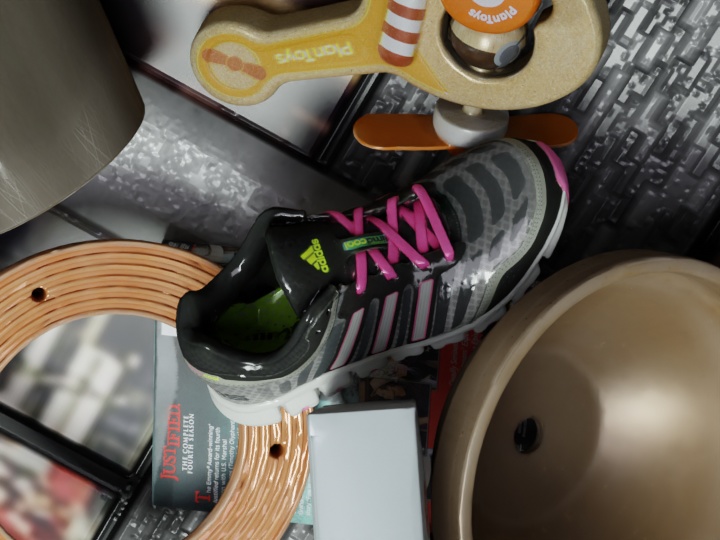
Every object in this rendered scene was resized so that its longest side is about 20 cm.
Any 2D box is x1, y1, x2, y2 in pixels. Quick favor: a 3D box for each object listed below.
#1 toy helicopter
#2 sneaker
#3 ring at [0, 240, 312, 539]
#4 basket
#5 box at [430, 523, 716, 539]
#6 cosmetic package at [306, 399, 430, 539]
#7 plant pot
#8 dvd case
[{"bbox_3d":[0.018,-0.101,1.218,0.200,0.079,0.132,-7,124,24],"label":"toy helicopter"},{"bbox_3d":[0.000,0.000,1.199,0.200,0.074,0.087,-30,151,15],"label":"sneaker"},{"bbox_3d":[-0.121,0.080,1.282,0.200,0.019,0.201,-5,108,-14],"label":"ring"},{"bbox_3d":[-0.196,-0.123,1.198,0.180,0.136,0.200,-26,113,14],"label":"basket"},{"bbox_3d":[0.095,0.217,1.345,0.193,0.048,0.200,-9,116,3],"label":"box"},{"bbox_3d":[0.007,0.134,1.191,0.052,0.200,0.151,-6,88,1],"label":"cosmetic package"},{"bbox_3d":[0.100,0.085,1.227,0.200,0.093,0.201,-8,105,-34],"label":"plant pot"},{"bbox_3d":[-0.003,0.062,1.317,0.199,0.022,0.146,5,117,5],"label":"dvd case"}]
